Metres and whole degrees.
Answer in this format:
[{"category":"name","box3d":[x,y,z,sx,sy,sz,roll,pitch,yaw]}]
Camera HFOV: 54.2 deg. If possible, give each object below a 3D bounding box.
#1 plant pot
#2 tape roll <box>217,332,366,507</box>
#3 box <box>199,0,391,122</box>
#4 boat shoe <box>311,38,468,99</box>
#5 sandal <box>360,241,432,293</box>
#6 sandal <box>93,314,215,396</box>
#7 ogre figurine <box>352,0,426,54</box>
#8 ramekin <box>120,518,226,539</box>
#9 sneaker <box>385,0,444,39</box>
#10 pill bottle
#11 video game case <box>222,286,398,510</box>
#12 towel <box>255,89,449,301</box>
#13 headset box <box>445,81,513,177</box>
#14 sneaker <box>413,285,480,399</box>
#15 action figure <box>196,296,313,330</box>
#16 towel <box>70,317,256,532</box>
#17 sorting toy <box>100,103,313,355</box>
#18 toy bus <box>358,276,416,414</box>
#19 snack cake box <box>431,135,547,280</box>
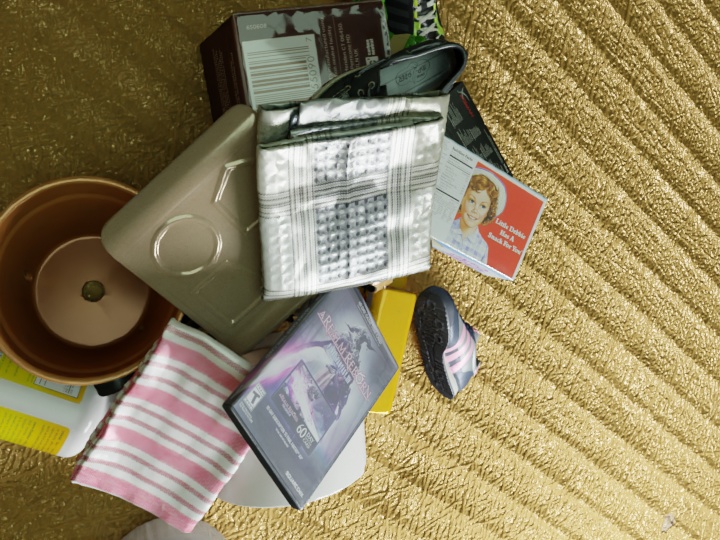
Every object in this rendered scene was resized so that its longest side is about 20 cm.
[{"category":"plant pot","box3d":[-0.286,0.017,0.744,0.196,0.140,0.204,3,81,-19]},{"category":"tape roll","box3d":[-0.094,0.166,0.831,0.199,0.202,0.142,-7,101,-21]},{"category":"box","box3d":[-0.072,-0.192,0.785,0.161,0.200,0.169,-13,104,-20]},{"category":"boat shoe","box3d":[0.025,-0.166,0.685,0.197,0.066,0.076,-29,109,-16]},{"category":"sandal","box3d":[0.000,0.000,0.860,0.082,0.197,0.055,43,37,-48]},{"category":"sandal","box3d":[-0.216,0.091,0.811,0.200,0.075,0.049,-39,110,-41]},{"category":"ogre figurine","box3d":[0.034,-0.257,0.840,0.098,0.120,0.201,-39,66,-2]},{"category":"ramekin","box3d":[-0.231,0.402,0.861,0.196,0.105,0.204,-4,100,-22]},{"category":"sneaker","box3d":[0.063,-0.338,0.884,0.071,0.083,0.202,-32,109,-14]},{"category":"pill bottle","box3d":[-0.350,0.140,0.771,0.198,0.104,0.106,26,88,-24]},{"category":"video game case","box3d":[-0.041,0.117,0.723,0.200,0.019,0.144,-49,124,-35]},{"category":"towel","box3d":[-0.007,-0.068,0.668,0.189,0.035,0.203,-9,123,-19]},{"category":"headset box","box3d":[0.082,-0.126,0.928,0.199,0.077,0.150,-40,111,-11]},{"category":"sneaker","box3d":[0.124,0.084,0.961,0.082,0.070,0.202,-36,139,-24]},{"category":"action figure","box3d":[-0.102,-0.004,0.788,0.200,0.101,0.120,-47,131,-23]},{"category":"towel","box3d":[-0.178,0.161,0.701,0.145,0.030,0.201,32,103,-20]},{"category":"sorting toy","box3d":[-0.119,-0.033,0.688,0.185,0.037,0.200,-41,125,3]},{"category":"toy bus","box3d":[0.022,0.079,0.932,0.064,0.078,0.204,11,94,-24]},{"category":"snack cake box","box3d":[0.123,-0.081,0.874,0.198,0.067,0.117,26,85,-25]}]
